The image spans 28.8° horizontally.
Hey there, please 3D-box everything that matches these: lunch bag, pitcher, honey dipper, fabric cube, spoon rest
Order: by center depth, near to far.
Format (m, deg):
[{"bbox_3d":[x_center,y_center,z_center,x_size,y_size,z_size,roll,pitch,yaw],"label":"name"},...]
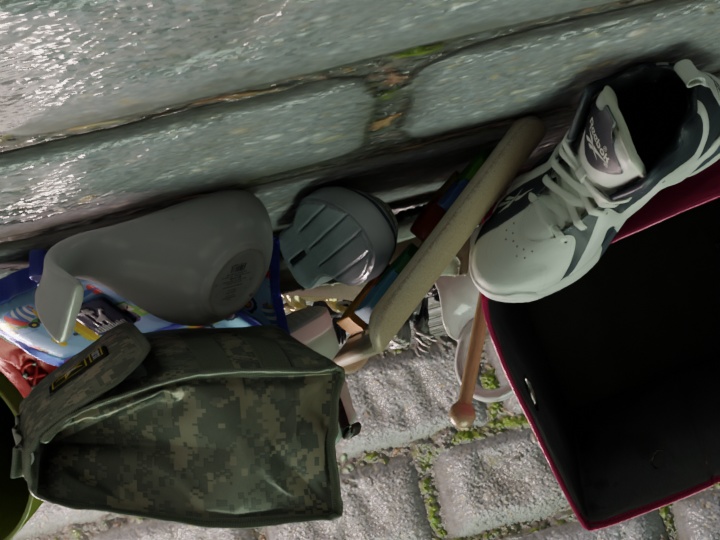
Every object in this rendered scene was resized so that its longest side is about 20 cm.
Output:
[{"bbox_3d":[-0.126,-0.002,0.876,0.060,0.100,0.199,33,-156,27],"label":"spoon rest"},{"bbox_3d":[-0.125,0.097,0.901,0.198,0.119,0.164,-1,-175,-15],"label":"lunch bag"},{"bbox_3d":[-0.165,0.013,0.994,0.149,0.095,0.200,-19,158,23],"label":"lunch bag"},{"bbox_3d":[0.209,0.032,1.024,0.199,0.197,0.200,-23,-163,11],"label":"fabric cube"},{"bbox_3d":[0.099,0.031,1.145,0.038,0.202,0.038,12,-173,-1],"label":"honey dipper"},{"bbox_3d":[0.158,0.013,1.200,0.198,0.173,0.121,-16,178,21],"label":"pitcher"}]

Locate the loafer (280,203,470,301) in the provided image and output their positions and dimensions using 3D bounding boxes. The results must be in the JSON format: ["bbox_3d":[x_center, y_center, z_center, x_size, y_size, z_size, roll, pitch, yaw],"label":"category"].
[{"bbox_3d":[0.000,0.000,1.143,0.198,0.070,0.075,-15,-171,8],"label":"loafer"}]

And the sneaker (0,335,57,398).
[{"bbox_3d":[-0.246,0.098,1.149,0.076,0.085,0.200,-23,133,15],"label":"sneaker"}]

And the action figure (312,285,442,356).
[{"bbox_3d":[0.050,0.043,1.547,0.198,0.103,0.119,-15,162,26],"label":"action figure"}]

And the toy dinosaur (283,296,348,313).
[{"bbox_3d":[-0.058,0.014,1.324,0.198,0.059,0.101,4,170,18],"label":"toy dinosaur"}]

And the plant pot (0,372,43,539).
[{"bbox_3d":[-0.337,0.143,1.322,0.186,0.189,0.200,-16,-172,21],"label":"plant pot"}]

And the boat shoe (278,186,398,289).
[{"bbox_3d":[-0.009,-0.031,1.009,0.062,0.072,0.200,-31,-174,-17],"label":"boat shoe"}]

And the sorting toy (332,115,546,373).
[{"bbox_3d":[0.045,-0.015,0.974,0.186,0.036,0.200,-53,179,-12],"label":"sorting toy"}]

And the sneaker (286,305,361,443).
[{"bbox_3d":[-0.081,0.123,1.095,0.200,0.119,0.073,-30,-163,-33],"label":"sneaker"}]

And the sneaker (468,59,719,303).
[{"bbox_3d":[0.137,-0.060,0.851,0.198,0.080,0.129,-32,161,12],"label":"sneaker"}]
